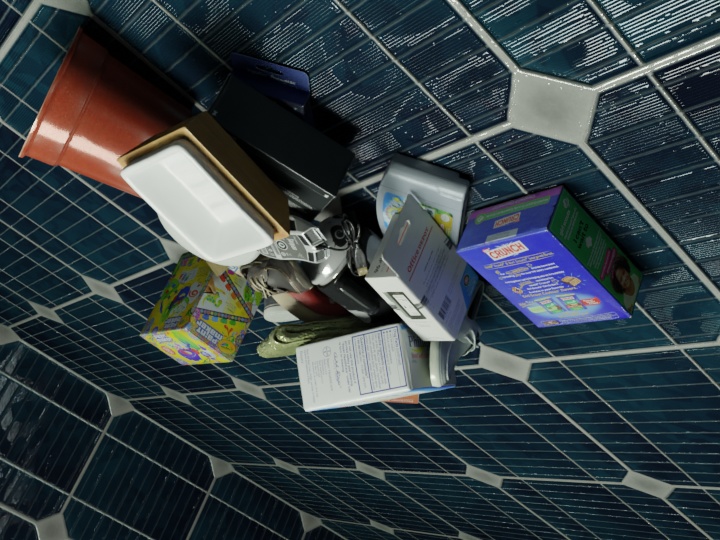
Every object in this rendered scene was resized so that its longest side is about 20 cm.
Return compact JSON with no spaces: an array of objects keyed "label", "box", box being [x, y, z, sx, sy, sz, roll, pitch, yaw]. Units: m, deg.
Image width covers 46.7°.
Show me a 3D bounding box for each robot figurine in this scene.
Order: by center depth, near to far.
[{"label":"robot figurine","box":[0.001,0.000,1.305,0.198,0.126,0.150,36,166,-19]}]

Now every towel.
[{"label":"towel","box":[-0.068,0.109,1.390,0.195,0.037,0.148,-7,167,-21]}]

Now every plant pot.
[{"label":"plant pot","box":[-0.361,-0.212,1.211,0.193,0.205,0.200,26,155,-24]}]

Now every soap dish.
[{"label":"soap dish","box":[-0.200,-0.108,1.094,0.155,0.082,0.200,-13,133,41]}]

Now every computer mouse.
[{"label":"computer mouse","box":[-0.075,-0.049,1.165,0.196,0.044,0.111,10,143,28]}]

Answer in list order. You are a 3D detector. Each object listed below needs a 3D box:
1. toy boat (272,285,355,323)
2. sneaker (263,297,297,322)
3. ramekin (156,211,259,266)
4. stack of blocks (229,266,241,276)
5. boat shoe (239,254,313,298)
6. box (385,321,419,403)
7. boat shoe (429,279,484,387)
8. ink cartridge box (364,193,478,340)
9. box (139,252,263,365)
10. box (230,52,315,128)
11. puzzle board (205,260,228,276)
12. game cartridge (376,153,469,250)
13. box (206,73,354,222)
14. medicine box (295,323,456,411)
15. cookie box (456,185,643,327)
[{"label":"toy boat","box":[-0.059,0.012,1.426,0.197,0.133,0.130,2,-154,-45]},{"label":"sneaker","box":[-0.084,0.048,1.565,0.195,0.081,0.079,0,154,-7]},{"label":"ramekin","box":[-0.216,-0.100,1.274,0.196,0.099,0.203,15,143,12]},{"label":"stack of blocks","box":[-0.188,-0.051,1.480,0.114,0.059,0.200,29,153,-9]},{"label":"boat shoe","box":[-0.133,0.011,1.281,0.075,0.073,0.199,52,167,-20]},{"label":"box","box":[0.042,0.162,1.575,0.148,0.109,0.201,2,150,5]},{"label":"boat shoe","box":[0.153,0.089,1.291,0.070,0.204,0.071,4,143,18]},{"label":"ink cartridge box","box":[0.081,-0.002,1.200,0.067,0.118,0.200,-3,142,42]},{"label":"box","box":[-0.308,0.070,1.652,0.122,0.196,0.198,39,151,-29]},{"label":"box","box":[-0.121,-0.211,1.168,0.119,0.033,0.201,19,152,14]},{"label":"puzzle board","box":[-0.283,-0.093,1.455,0.202,0.017,0.150,54,150,-3]},{"label":"game cartridge","box":[0.087,-0.085,1.213,0.131,0.041,0.201,22,153,14]},{"label":"box","box":[-0.126,-0.157,1.144,0.197,0.080,0.141,31,157,-12]},{"label":"medicine box","box":[0.027,0.155,1.340,0.196,0.106,0.181,-15,168,28]},{"label":"cookie box","box":[0.261,-0.011,1.151,0.199,0.076,0.169,39,150,-27]}]
